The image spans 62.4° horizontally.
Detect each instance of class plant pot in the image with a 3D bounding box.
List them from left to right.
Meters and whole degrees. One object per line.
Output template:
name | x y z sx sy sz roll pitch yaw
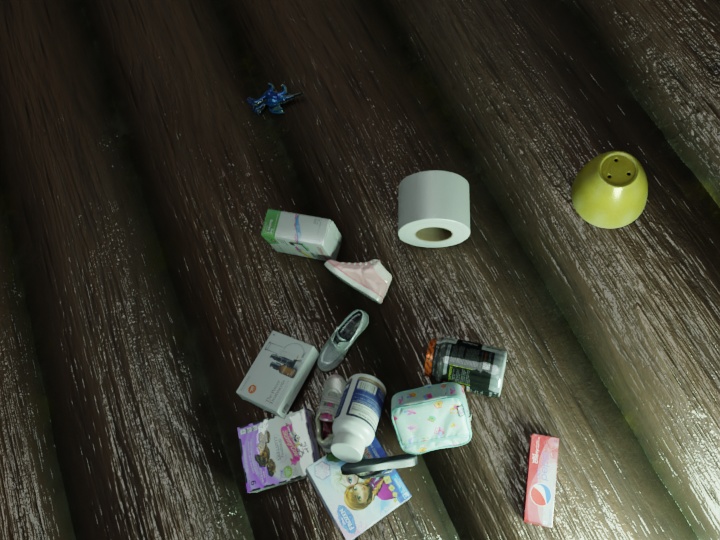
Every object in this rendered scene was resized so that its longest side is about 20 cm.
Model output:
plant pot | 0.665 -0.232 1.566 0.195 0.142 0.205 -4 71 12

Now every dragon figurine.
dragon figurine | -0.274 -0.549 1.933 0.195 0.059 0.102 15 76 18

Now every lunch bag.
lunch bag | 0.181 0.373 1.483 0.195 0.077 0.164 -12 110 11

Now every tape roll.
tape roll | 0.200 -0.163 1.620 0.197 0.203 0.143 -3 71 12

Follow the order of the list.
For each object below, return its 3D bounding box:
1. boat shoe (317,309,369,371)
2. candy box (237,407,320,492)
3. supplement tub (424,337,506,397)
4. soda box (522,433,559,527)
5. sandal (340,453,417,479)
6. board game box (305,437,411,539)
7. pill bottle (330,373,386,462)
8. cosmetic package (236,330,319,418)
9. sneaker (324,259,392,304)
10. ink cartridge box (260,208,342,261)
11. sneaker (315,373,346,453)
boat shoe | -0.054 0.187 1.634 0.070 0.072 0.202 37 83 21
candy box | -0.213 0.476 1.576 0.195 0.072 0.172 -18 69 6
supplement tub | 0.267 0.243 1.514 0.195 0.123 0.125 11 75 16
soda box | 0.432 0.500 1.423 0.068 0.063 0.205 5 74 15
sandal | 0.049 0.488 1.460 0.195 0.076 0.044 -3 85 -12
board game box | -0.006 0.533 1.486 0.197 0.041 0.202 -27 67 -23
pill bottle | -0.008 0.373 1.500 0.108 0.113 0.202 7 44 15
cosmetic package | -0.225 0.279 1.618 0.148 0.052 0.203 14 61 30
sneaker | 0.000 0.000 1.680 0.198 0.075 0.106 31 85 12
ink cartridge box | -0.166 -0.099 1.714 0.195 0.145 0.086 11 75 15
sneaker | -0.074 0.374 1.568 0.079 0.088 0.205 -1 72 12
